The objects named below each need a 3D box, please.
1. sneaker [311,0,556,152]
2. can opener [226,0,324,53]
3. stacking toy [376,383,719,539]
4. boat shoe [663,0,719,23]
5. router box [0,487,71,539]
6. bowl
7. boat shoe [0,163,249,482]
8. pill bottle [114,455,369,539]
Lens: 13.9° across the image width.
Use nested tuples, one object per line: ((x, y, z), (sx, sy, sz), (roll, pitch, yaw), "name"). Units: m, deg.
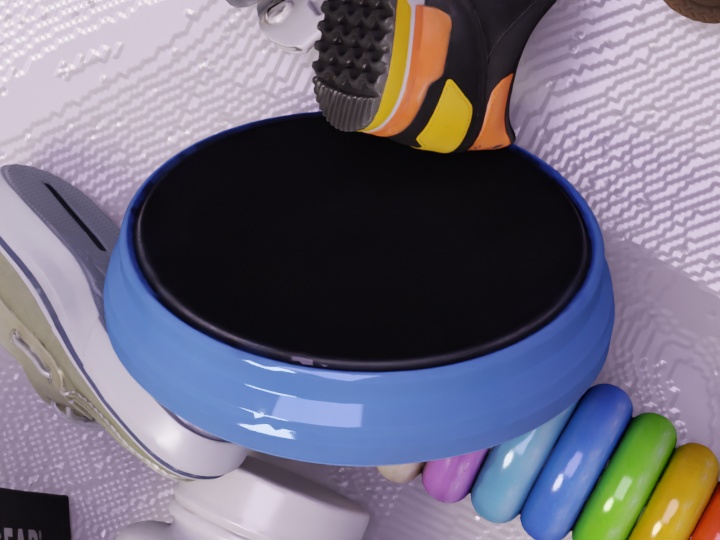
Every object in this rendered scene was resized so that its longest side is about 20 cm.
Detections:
((0.047, -0.144, 1.170), (0.090, 0.070, 0.200), (15, 91, -31), "sneaker")
((0.027, -0.168, 1.207), (0.200, 0.067, 0.053), (-41, 39, 6), "can opener")
((0.109, 0.091, 1.178), (0.200, 0.085, 0.085), (30, 93, 7), "stacking toy")
((0.181, -0.192, 1.185), (0.072, 0.076, 0.200), (27, 113, -23), "boat shoe")
((-0.218, 0.117, 1.176), (0.157, 0.200, 0.052), (-6, 82, 11), "router box")
((0.000, 0.000, 1.147), (0.200, 0.201, 0.039), (10, 125, 12), "bowl")
((-0.105, 0.031, 1.201), (0.200, 0.072, 0.062), (49, 118, 45), "boat shoe")
((-0.068, 0.176, 1.189), (0.109, 0.109, 0.200), (22, 91, 12), "pill bottle")
